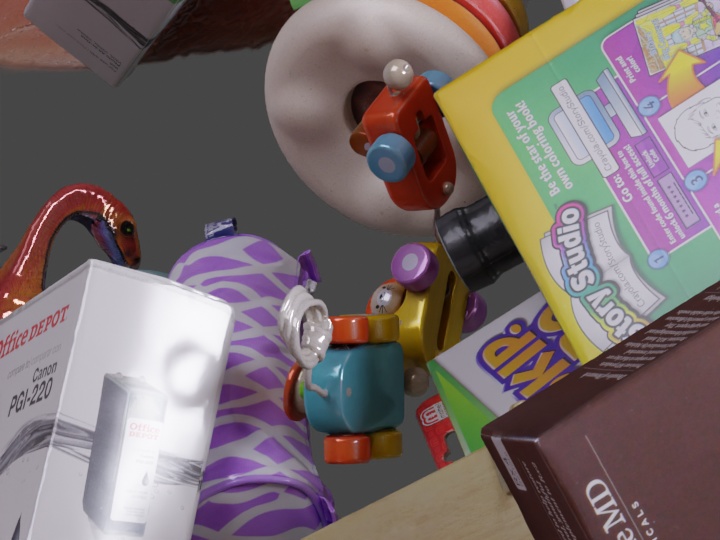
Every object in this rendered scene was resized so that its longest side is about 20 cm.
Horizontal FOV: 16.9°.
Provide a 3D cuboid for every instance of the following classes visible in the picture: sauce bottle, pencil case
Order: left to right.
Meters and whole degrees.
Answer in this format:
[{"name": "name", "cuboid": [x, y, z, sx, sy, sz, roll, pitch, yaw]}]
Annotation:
[{"name": "pencil case", "cuboid": [-0.056, 0.068, 1.232, 0.085, 0.084, 0.201, -8, 42, 2]}, {"name": "sauce bottle", "cuboid": [0.131, -0.053, 1.163, 0.199, 0.065, 0.065, -28, 37, 7]}]

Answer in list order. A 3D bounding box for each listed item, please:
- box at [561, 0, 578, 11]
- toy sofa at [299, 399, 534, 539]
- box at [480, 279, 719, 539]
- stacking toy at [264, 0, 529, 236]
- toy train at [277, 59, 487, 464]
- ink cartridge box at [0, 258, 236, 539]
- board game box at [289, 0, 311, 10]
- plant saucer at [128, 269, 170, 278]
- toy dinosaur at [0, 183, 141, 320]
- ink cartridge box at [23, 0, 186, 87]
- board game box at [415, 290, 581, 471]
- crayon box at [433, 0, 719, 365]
[{"name": "box", "cuboid": [0.201, -0.162, 1.250, 0.198, 0.041, 0.156, -21, 35, 7]}, {"name": "toy sofa", "cuboid": [0.025, 0.140, 1.039, 0.199, 0.097, 0.083, -28, 61, 21]}, {"name": "box", "cuboid": [0.158, 0.054, 0.934, 0.199, 0.101, 0.075, -32, 7, -12]}, {"name": "stacking toy", "cuboid": [0.049, -0.126, 1.330, 0.145, 0.147, 0.200, -9, 29, 35]}, {"name": "toy train", "cuboid": [0.000, 0.000, 1.178, 0.055, 0.151, 0.201, -1, 40, 31]}, {"name": "ink cartridge box", "cuboid": [-0.138, 0.111, 1.163, 0.145, 0.084, 0.202, -27, 47, 60]}, {"name": "board game box", "cuboid": [0.065, -0.209, 1.408, 0.199, 0.029, 0.135, -18, 8, 26]}, {"name": "plant saucer", "cuboid": [-0.169, 0.072, 1.368, 0.199, 0.027, 0.201, -24, 38, 21]}, {"name": "toy dinosaur", "cuboid": [-0.180, 0.042, 1.269, 0.200, 0.104, 0.183, -87, 22, -80]}, {"name": "ink cartridge box", "cuboid": [-0.122, -0.221, 1.516, 0.146, 0.084, 0.200, -57, 8, -25]}, {"name": "board game box", "cuboid": [0.114, 0.033, 1.116, 0.199, 0.030, 0.096, -35, 34, 8]}, {"name": "crayon box", "cuboid": [0.149, -0.043, 1.074, 0.172, 0.058, 0.201, -32, 53, 8]}]
